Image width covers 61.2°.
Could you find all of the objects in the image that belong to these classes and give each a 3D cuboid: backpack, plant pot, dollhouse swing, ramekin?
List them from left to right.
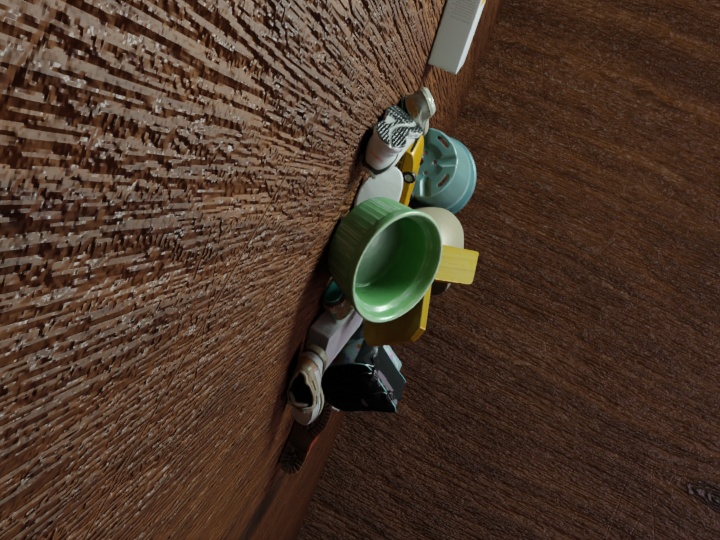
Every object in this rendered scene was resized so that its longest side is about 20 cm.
[{"bbox_3d":[-0.012,0.231,1.381,0.177,0.195,0.156,53,35,-29],"label":"backpack"},{"bbox_3d":[0.038,-0.024,1.040,0.196,0.097,0.205,-22,129,-29],"label":"ramekin"},{"bbox_3d":[0.116,0.058,1.202,0.197,0.178,0.183,-14,-107,49],"label":"dollhouse swing"},{"bbox_3d":[0.162,-0.065,1.394,0.134,0.199,0.202,-41,162,-25],"label":"plant pot"},{"bbox_3d":[0.167,-0.234,1.419,0.206,0.195,0.196,-67,166,5],"label":"plant pot"}]

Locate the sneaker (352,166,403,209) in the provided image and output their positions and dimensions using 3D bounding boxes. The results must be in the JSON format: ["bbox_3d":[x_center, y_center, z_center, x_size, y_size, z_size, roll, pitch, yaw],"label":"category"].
[{"bbox_3d":[0.013,-0.101,1.119,0.204,0.074,0.089,-62,-174,10],"label":"sneaker"}]

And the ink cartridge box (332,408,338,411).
[{"bbox_3d":[-0.052,0.274,1.666,0.200,0.082,0.149,-32,144,-80],"label":"ink cartridge box"}]

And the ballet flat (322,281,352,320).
[{"bbox_3d":[-0.013,0.017,1.202,0.202,0.069,0.066,-54,139,-34],"label":"ballet flat"}]

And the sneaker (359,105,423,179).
[{"bbox_3d":[0.048,-0.218,1.029,0.081,0.073,0.200,-54,177,33],"label":"sneaker"}]

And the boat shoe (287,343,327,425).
[{"bbox_3d":[-0.110,0.232,1.160,0.069,0.073,0.205,-50,156,-47],"label":"boat shoe"}]

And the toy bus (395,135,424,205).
[{"bbox_3d":[0.080,-0.194,1.254,0.202,0.076,0.066,103,12,-55],"label":"toy bus"}]

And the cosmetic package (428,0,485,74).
[{"bbox_3d":[0.210,-0.530,1.264,0.102,0.069,0.204,-59,169,-52],"label":"cosmetic package"}]

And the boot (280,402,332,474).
[{"bbox_3d":[-0.131,0.390,1.496,0.204,0.074,0.107,-60,176,-1],"label":"boot"}]

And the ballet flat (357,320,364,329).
[{"bbox_3d":[0.027,0.123,1.413,0.070,0.069,0.202,-60,170,-31],"label":"ballet flat"}]

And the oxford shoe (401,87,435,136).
[{"bbox_3d":[0.104,-0.307,1.208,0.056,0.077,0.200,-27,180,-2],"label":"oxford shoe"}]

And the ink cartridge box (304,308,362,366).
[{"bbox_3d":[-0.045,0.109,1.240,0.200,0.049,0.111,-49,161,-49],"label":"ink cartridge box"}]
